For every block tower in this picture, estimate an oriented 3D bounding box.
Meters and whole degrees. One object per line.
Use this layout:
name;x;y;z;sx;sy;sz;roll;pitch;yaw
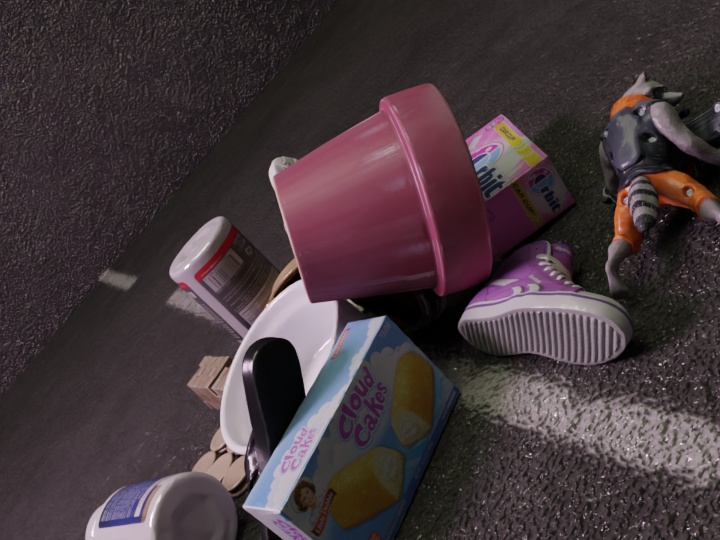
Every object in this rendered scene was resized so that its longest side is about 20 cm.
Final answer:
block tower;-0.169;0.153;1.069;0.058;0.054;0.198;-54;22;-23

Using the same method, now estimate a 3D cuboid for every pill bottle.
pill bottle;-0.236;0.297;0.909;0.198;0.111;0.112;-23;31;44
pill bottle;-0.160;0.032;1.107;0.110;0.200;0.112;-36;23;18

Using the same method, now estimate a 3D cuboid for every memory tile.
memory tile;-0.139;0.198;1.032;0.152;0.017;0.202;-15;37;53

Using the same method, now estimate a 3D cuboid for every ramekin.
ramekin;-0.056;0.119;0.862;0.199;0.097;0.204;-36;35;31

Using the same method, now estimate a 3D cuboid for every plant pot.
plant pot;0.014;-0.058;0.781;0.175;0.204;0.201;-18;23;-2

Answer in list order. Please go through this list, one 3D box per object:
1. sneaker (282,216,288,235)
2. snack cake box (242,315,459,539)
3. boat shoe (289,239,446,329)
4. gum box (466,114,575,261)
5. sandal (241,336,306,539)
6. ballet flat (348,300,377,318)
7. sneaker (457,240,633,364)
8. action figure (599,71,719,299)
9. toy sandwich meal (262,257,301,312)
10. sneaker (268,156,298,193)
sneaker;0.003;-0.075;0.920;0.195;0.072;0.094;-19;35;0
snack cake box;-0.002;0.157;0.715;0.067;0.115;0.202;-15;38;51
boat shoe;0.000;0.000;0.880;0.067;0.197;0.073;-35;-29;-55
gum box;0.155;-0.102;0.925;0.112;0.066;0.201;-36;23;10
sandal;-0.077;0.163;0.733;0.047;0.207;0.074;-3;4;43
ballet flat;0.042;0.031;0.941;0.199;0.075;0.065;-40;53;28
sneaker;0.173;0.015;0.702;0.115;0.073;0.199;-50;22;-20
action figure;0.265;-0.098;0.671;0.200;0.103;0.197;-41;35;40
toy sandwich meal;-0.035;0.024;1.020;0.202;0.071;0.206;-30;-20;-11
sneaker;-0.079;-0.065;1.147;0.077;0.203;0.099;-33;2;-38
